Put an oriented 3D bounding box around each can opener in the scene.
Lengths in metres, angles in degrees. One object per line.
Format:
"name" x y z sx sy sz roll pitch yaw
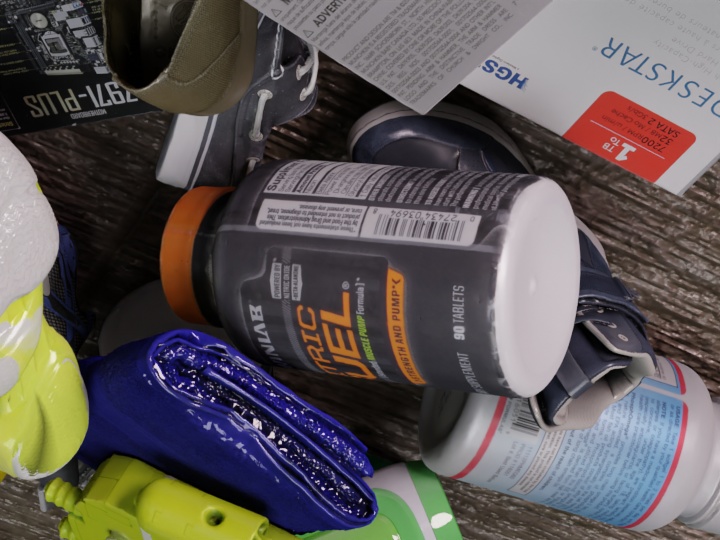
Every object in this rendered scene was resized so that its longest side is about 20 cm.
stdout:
"can opener" -0.195 0.105 1.097 0.067 0.053 0.200 42 160 8

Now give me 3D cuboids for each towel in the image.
"towel" -0.087 0.086 0.924 0.148 0.050 0.200 40 154 -18

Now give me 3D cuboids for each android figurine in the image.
"android figurine" -0.083 0.165 0.951 0.199 0.041 0.182 23 150 14

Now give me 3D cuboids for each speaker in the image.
"speaker" -0.035 0.188 1.075 0.199 0.089 0.089 -22 135 -2

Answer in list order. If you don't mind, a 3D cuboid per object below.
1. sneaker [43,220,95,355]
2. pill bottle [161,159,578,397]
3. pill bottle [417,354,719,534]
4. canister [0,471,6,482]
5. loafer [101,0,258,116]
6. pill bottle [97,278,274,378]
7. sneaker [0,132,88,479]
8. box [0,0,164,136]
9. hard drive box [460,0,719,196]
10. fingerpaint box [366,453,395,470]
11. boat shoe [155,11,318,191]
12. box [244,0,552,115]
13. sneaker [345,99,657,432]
"sneaker" -0.208 -0.017 1.008 0.075 0.078 0.201 19 136 32
"pill bottle" 0.000 0.000 0.868 0.199 0.107 0.107 5 141 27
"pill bottle" 0.144 0.097 1.068 0.199 0.109 0.109 18 136 -13
"canister" -0.294 0.046 1.005 0.199 0.087 0.149 30 137 13
"loafer" -0.081 -0.165 0.778 0.076 0.067 0.201 3 105 23
"pill bottle" -0.104 0.105 1.100 0.105 0.107 0.201 2 138 3
"sneaker" -0.199 0.011 0.853 0.105 0.076 0.201 22 131 37
"box" -0.206 -0.149 0.849 0.199 0.086 0.164 -8 135 14
"hard drive box" 0.152 -0.150 0.827 0.155 0.077 0.200 24 134 -19
"fingerpaint box" -0.026 0.249 1.171 0.166 0.201 0.073 -30 142 33
"boat shoe" -0.052 -0.105 0.895 0.067 0.072 0.200 16 138 -10
"box" 0.026 -0.183 0.710 0.101 0.201 0.112 30 133 -25
"sneaker" 0.080 0.000 0.936 0.202 0.147 0.077 34 116 -30
